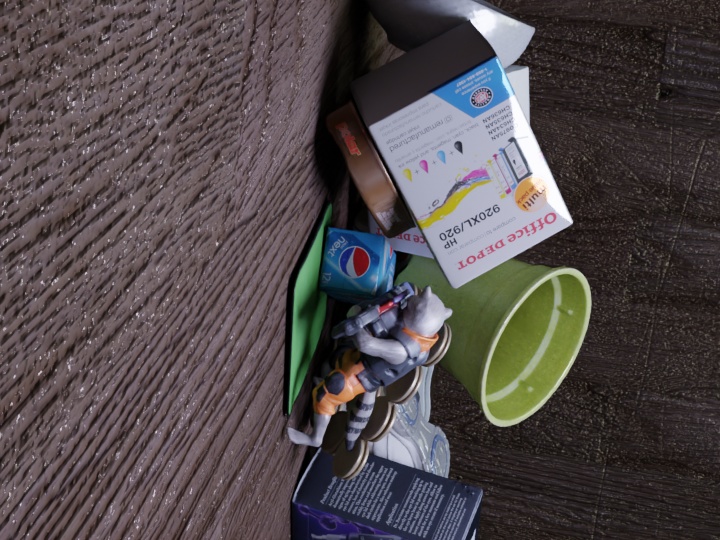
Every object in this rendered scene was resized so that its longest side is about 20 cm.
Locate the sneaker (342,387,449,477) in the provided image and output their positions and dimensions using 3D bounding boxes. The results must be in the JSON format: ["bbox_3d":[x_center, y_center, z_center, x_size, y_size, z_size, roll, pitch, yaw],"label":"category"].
[{"bbox_3d":[0.044,0.198,1.496,0.201,0.086,0.075,64,32,-29],"label":"sneaker"}]

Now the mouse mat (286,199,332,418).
[{"bbox_3d":[-0.053,0.037,1.344,0.201,0.007,0.163,-68,165,-61],"label":"mouse mat"}]

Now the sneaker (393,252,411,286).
[{"bbox_3d":[0.061,0.019,1.684,0.084,0.080,0.201,54,42,-32],"label":"sneaker"}]

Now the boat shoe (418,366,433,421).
[{"bbox_3d":[0.051,0.128,1.512,0.061,0.075,0.202,-87,-169,-51],"label":"boat shoe"}]

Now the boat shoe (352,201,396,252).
[{"bbox_3d":[0.031,-0.060,1.659,0.200,0.074,0.063,-55,157,-64],"label":"boat shoe"}]

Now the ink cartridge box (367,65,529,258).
[{"bbox_3d":[0.101,-0.131,1.512,0.145,0.146,0.203,-22,116,-45],"label":"ink cartridge box"}]

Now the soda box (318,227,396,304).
[{"bbox_3d":[0.000,0.000,1.457,0.200,0.063,0.069,47,51,-83],"label":"soda box"}]

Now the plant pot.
[{"bbox_3d":[0.142,0.053,1.547,0.199,0.183,0.202,-29,134,-36],"label":"plant pot"}]

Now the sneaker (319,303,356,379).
[{"bbox_3d":[-0.003,0.092,1.536,0.116,0.074,0.202,75,24,-66],"label":"sneaker"}]

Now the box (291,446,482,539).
[{"bbox_3d":[0.028,0.302,1.469,0.105,0.198,0.149,-58,156,-47],"label":"box"}]

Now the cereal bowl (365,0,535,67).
[{"bbox_3d":[0.089,-0.274,1.438,0.200,0.198,0.084,-52,167,-76],"label":"cereal bowl"}]

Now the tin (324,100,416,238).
[{"bbox_3d":[0.011,-0.100,1.338,0.113,0.042,0.200,60,3,20],"label":"tin"}]

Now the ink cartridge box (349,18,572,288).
[{"bbox_3d":[0.102,-0.119,1.325,0.201,0.146,0.145,61,5,-26],"label":"ink cartridge box"}]

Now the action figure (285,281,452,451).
[{"bbox_3d":[0.022,0.086,1.332,0.193,0.105,0.200,-45,174,27],"label":"action figure"}]

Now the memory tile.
[{"bbox_3d":[0.019,0.117,1.400,0.201,0.017,0.153,-54,-153,8],"label":"memory tile"}]
